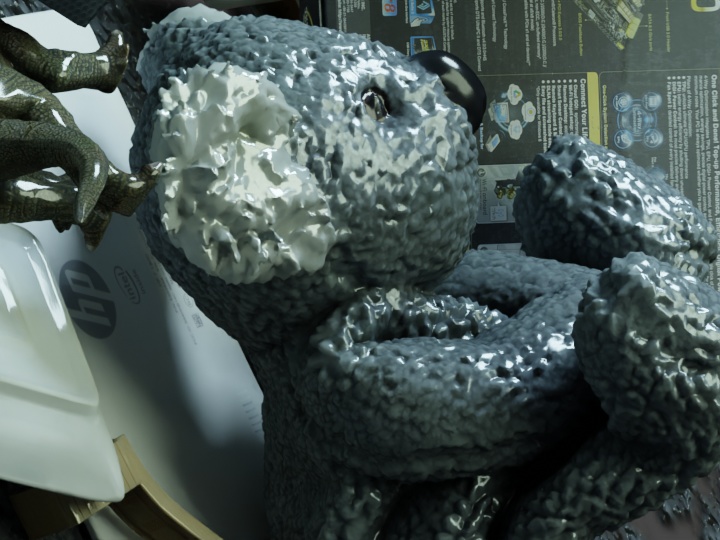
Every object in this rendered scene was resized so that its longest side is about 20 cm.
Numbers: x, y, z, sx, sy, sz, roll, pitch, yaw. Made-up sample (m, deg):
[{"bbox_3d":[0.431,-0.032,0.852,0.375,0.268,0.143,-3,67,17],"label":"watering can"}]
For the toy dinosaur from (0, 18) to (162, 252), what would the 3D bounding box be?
[{"bbox_3d":[-0.118,-0.045,0.864,0.102,0.077,0.200,16,26,-21],"label":"toy dinosaur"}]

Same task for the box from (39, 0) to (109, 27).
[{"bbox_3d":[-0.157,-0.173,0.889,0.158,0.051,0.200,33,14,-45],"label":"box"}]

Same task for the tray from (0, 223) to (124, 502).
[{"bbox_3d":[-0.146,0.002,0.837,0.200,0.022,0.107,20,36,-48],"label":"tray"}]

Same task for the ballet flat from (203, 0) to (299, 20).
[{"bbox_3d":[-0.026,-0.101,1.141,0.064,0.067,0.200,-36,98,-32],"label":"ballet flat"}]

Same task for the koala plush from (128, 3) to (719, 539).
[{"bbox_3d":[0.000,0.000,0.949,0.200,0.184,0.177,47,9,-17],"label":"koala plush"}]

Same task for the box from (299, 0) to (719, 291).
[{"bbox_3d":[0.059,-0.052,1.067,0.049,0.161,0.200,-168,-105,-80],"label":"box"}]

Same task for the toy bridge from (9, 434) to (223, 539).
[{"bbox_3d":[-0.033,0.141,0.920,0.067,0.027,0.200,-33,94,-46],"label":"toy bridge"}]

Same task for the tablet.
[{"bbox_3d":[-0.085,0.008,0.982,0.200,0.014,0.130,64,28,2],"label":"tablet"}]
